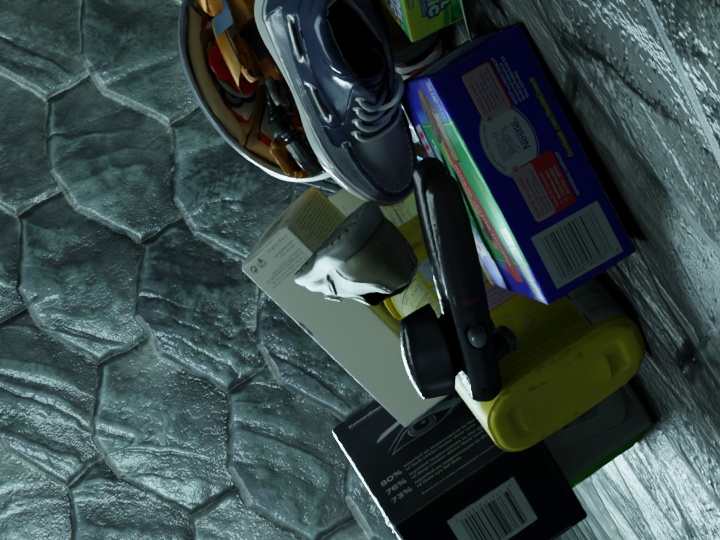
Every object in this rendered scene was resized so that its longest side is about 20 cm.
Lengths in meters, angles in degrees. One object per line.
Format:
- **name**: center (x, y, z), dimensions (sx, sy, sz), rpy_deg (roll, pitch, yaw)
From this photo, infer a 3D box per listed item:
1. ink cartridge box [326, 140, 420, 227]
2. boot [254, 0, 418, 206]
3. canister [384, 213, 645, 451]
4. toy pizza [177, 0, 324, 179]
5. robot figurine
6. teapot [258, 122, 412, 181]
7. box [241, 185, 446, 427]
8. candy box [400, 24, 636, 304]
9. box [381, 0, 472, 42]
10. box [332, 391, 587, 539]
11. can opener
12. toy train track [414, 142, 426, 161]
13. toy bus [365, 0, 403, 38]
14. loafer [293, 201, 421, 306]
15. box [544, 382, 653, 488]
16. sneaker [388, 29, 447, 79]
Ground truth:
- **ink cartridge box**: center (0.018, -0.054, 1.656), dimensions (0.068, 0.199, 0.116), rpy_deg (59, 177, 1)
- **boot**: center (0.000, -0.118, 1.290), dimensions (0.090, 0.073, 0.201), rpy_deg (25, 154, 55)
- **canister**: center (0.114, 0.031, 1.439), dimensions (0.200, 0.148, 0.087), rpy_deg (54, 174, 44)
- **toy pizza**: center (-0.077, -0.175, 1.600), dimensions (0.199, 0.032, 0.202), rpy_deg (29, -133, -35)
- **robot figurine**: center (-0.057, -0.161, 1.536), dimensions (0.145, 0.058, 0.202), rpy_deg (-17, -100, -57)
- **teapot**: center (-0.030, -0.185, 1.819), dimensions (0.197, 0.145, 0.202), rpy_deg (-14, 90, 54)
- **box**: center (-0.001, 0.030, 1.551), dimensions (0.200, 0.068, 0.082), rpy_deg (45, -147, -8)
- **candy box**: center (0.100, -0.073, 1.262), dimensions (0.170, 0.077, 0.200), rpy_deg (62, 178, -6)
- **box**: center (0.013, -0.242, 1.221), dimensions (0.200, 0.048, 0.118), rpy_deg (55, 167, 38)
- **box**: center (0.082, 0.174, 1.586), dimensions (0.105, 0.147, 0.200), rpy_deg (58, 178, -24)
- **can opener**: center (0.067, 0.013, 1.292), dimensions (0.063, 0.078, 0.201), rpy_deg (47, 153, 47)
- **toy train track**: center (0.060, -0.098, 1.444), dimensions (0.199, 0.114, 0.033), rpy_deg (26, 114, 33)
- **toy bus**: center (-0.017, -0.256, 1.357), dimensions (0.201, 0.078, 0.065), rpy_deg (57, 175, 38)
- **loafer**: center (0.000, 0.000, 1.393), dimensions (0.070, 0.075, 0.200), rpy_deg (43, 174, -2)
- **box**: center (0.172, 0.099, 1.652), dimensions (0.177, 0.096, 0.200), rpy_deg (56, 177, 10)
- **sneaker**: center (0.039, -0.167, 1.423), dimensions (0.200, 0.071, 0.113), rpy_deg (-111, -5, -65)
